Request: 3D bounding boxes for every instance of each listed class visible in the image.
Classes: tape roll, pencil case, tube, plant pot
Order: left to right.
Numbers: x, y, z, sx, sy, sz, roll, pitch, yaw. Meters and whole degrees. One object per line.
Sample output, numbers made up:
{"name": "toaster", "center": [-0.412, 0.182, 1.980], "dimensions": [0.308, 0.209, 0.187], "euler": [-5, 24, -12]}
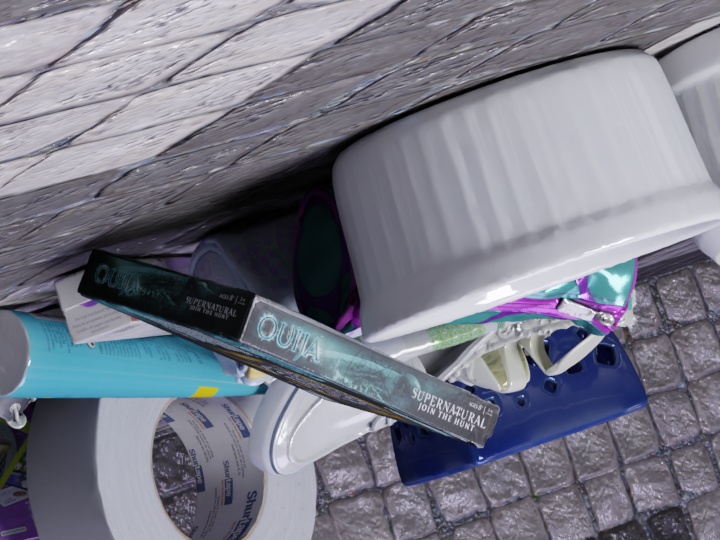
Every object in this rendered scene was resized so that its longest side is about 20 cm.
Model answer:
{"name": "tube", "center": [-0.141, 0.053, 1.726], "dimensions": [0.200, 0.077, 0.051], "euler": [5, 116, -47]}
{"name": "tape roll", "center": [-0.118, 0.131, 1.832], "dimensions": [0.066, 0.201, 0.200], "euler": [-17, 178, 39]}
{"name": "pencil case", "center": [0.000, 0.000, 1.680], "dimensions": [0.199, 0.091, 0.083], "euler": [-18, 175, -25]}
{"name": "pencil case", "center": [0.061, -0.005, 1.614], "dimensions": [0.199, 0.093, 0.085], "euler": [-1, 137, -27]}
{"name": "plant pot", "center": [0.131, 0.089, 2.780], "dimensions": [0.199, 0.180, 0.200], "euler": [-17, 175, -22]}

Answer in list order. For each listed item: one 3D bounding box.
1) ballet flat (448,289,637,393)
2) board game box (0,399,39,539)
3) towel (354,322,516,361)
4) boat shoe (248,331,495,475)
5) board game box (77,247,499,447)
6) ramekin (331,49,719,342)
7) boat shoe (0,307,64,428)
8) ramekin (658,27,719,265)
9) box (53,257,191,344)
{"name": "ballet flat", "center": [0.105, 0.045, 1.897], "dimensions": [0.072, 0.072, 0.200], "euler": [-14, 169, -46]}
{"name": "board game box", "center": [-0.236, 0.120, 1.837], "dimensions": [0.199, 0.120, 0.032], "euler": [-10, 163, -28]}
{"name": "towel", "center": [0.044, 0.006, 1.781], "dimensions": [0.199, 0.031, 0.149], "euler": [-16, -143, -23]}
{"name": "boat shoe", "center": [0.015, 0.061, 1.789], "dimensions": [0.065, 0.074, 0.200], "euler": [28, -119, 36]}
{"name": "board game box", "center": [-0.036, 0.042, 1.534], "dimensions": [0.135, 0.028, 0.200], "euler": [14, 172, 45]}
{"name": "ramekin", "center": [0.082, -0.040, 1.475], "dimensions": [0.200, 0.098, 0.200], "euler": [-18, 176, -1]}
{"name": "boat shoe", "center": [-0.227, 0.072, 1.775], "dimensions": [0.199, 0.063, 0.073], "euler": [-21, 173, -4]}
{"name": "ramekin", "center": [0.257, -0.071, 1.550], "dimensions": [0.199, 0.105, 0.200], "euler": [-10, 166, -3]}
{"name": "box", "center": [-0.123, 0.016, 1.687], "dimensions": [0.041, 0.039, 0.200], "euler": [-19, 176, 16]}
